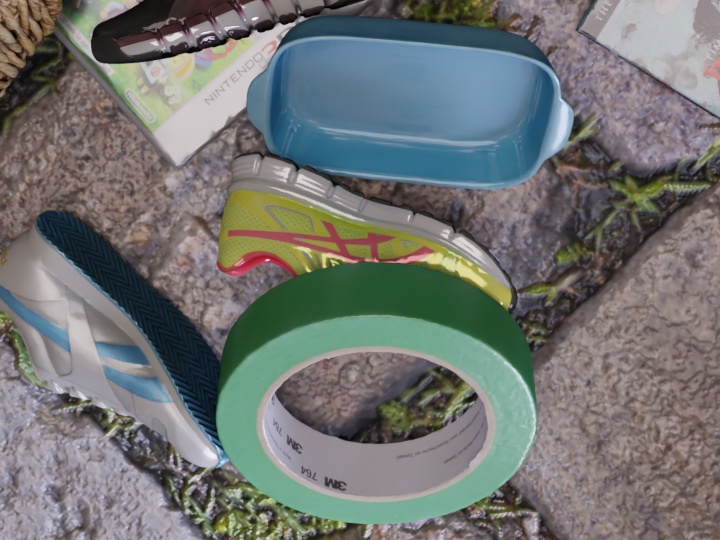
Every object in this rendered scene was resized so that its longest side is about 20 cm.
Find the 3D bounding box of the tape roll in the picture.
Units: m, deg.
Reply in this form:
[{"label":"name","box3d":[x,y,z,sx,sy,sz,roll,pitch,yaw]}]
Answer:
[{"label":"tape roll","box3d":[0.010,0.082,0.979,0.200,0.048,0.201,1,133,1]}]

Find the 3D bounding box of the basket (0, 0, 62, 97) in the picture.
[{"label":"basket","box3d":[-0.266,-0.207,0.914,0.200,0.143,0.149,39,106,11]}]

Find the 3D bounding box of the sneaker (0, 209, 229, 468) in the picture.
[{"label":"sneaker","box3d":[-0.160,0.056,1.020,0.081,0.077,0.200,-42,93,19]}]

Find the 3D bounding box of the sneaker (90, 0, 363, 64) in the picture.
[{"label":"sneaker","box3d":[-0.078,-0.199,0.935,0.200,0.076,0.116,-18,98,-4]}]

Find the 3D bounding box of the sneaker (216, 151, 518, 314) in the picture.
[{"label":"sneaker","box3d":[0.000,0.000,0.982,0.200,0.078,0.090,20,79,8]}]

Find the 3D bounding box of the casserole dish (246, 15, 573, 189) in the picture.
[{"label":"casserole dish","box3d":[0.031,-0.107,0.960,0.200,0.039,0.121,6,141,-2]}]

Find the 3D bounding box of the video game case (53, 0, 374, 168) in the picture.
[{"label":"video game case","box3d":[-0.115,-0.196,0.978,0.182,0.022,0.200,-39,99,10]}]

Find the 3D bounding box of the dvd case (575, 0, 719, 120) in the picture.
[{"label":"dvd case","box3d":[0.257,-0.160,0.972,0.200,0.022,0.146,32,103,-4]}]
